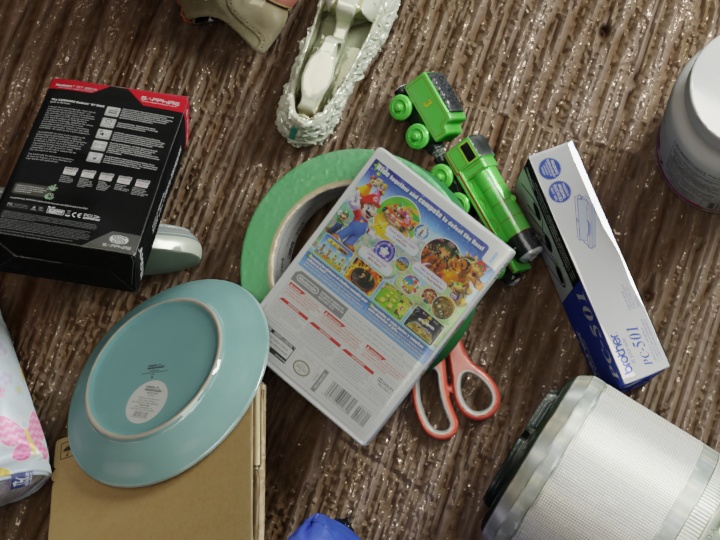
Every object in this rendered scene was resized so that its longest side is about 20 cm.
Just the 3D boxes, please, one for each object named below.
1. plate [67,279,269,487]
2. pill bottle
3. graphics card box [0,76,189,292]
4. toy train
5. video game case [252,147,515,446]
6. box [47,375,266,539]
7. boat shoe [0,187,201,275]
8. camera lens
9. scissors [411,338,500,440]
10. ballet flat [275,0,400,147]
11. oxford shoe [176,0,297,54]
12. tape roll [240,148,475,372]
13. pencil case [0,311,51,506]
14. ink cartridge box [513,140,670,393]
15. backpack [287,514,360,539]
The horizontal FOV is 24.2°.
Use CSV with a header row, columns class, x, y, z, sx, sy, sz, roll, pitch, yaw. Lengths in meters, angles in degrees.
class,x,y,z,sx,sy,sz,roll,pitch,yaw
plate,-0.165,0.085,1.379,0.200,0.026,0.200,-19,46,21
pill bottle,0.300,-0.120,1.340,0.113,0.200,0.114,-1,80,5
graphics card box,-0.223,-0.075,1.402,0.125,0.051,0.200,9,45,2
toy train,0.092,-0.081,1.426,0.056,0.042,0.200,-36,78,29
video game case,0.011,0.021,1.366,0.143,0.018,0.200,39,97,15
box,-0.165,0.183,1.340,0.200,0.021,0.164,-19,51,22
boat shoe,-0.234,-0.042,1.441,0.200,0.070,0.072,5,71,1
camera lens,0.207,0.190,1.316,0.200,0.160,0.160,31,84,10
scissors,0.063,0.041,1.414,0.073,0.014,0.200,-15,89,8
ballet flat,-0.016,-0.200,1.452,0.072,0.072,0.200,20,82,8
oxford shoe,-0.152,-0.258,1.473,0.200,0.070,0.075,31,105,19
tape roll,0.000,0.000,1.405,0.200,0.048,0.201,-1,86,15
pencil case,-0.327,0.103,1.406,0.091,0.083,0.200,-7,66,-33
ink cartridge box,0.188,0.002,1.382,0.044,0.094,0.200,-21,79,-7
backpack,-0.017,0.314,1.307,0.200,0.168,0.163,44,93,11
